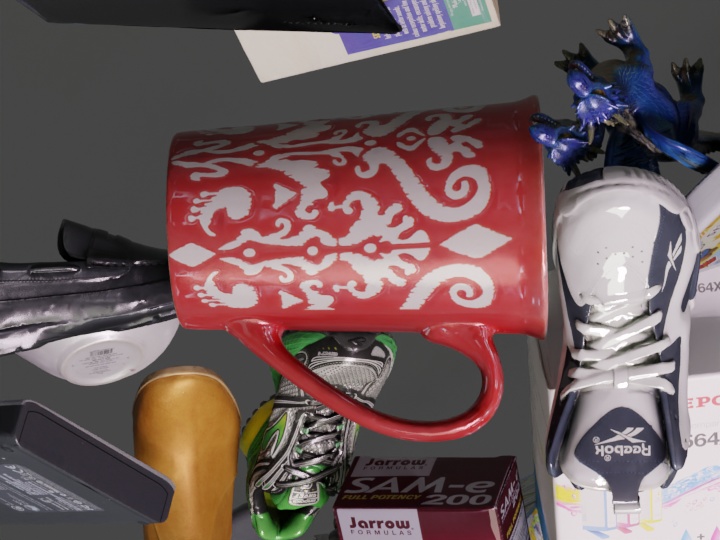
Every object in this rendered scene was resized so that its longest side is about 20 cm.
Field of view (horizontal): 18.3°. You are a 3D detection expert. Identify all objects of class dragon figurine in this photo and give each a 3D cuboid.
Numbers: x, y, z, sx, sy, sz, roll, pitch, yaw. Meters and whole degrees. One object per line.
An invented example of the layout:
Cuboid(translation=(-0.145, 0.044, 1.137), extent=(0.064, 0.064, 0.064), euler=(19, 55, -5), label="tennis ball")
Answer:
Cuboid(translation=(0.157, -0.069, 1.191), extent=(0.059, 0.099, 0.200), euler=(-30, 137, 31), label="dragon figurine")

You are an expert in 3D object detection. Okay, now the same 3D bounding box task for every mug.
Cuboid(translation=(-0.001, -0.009, 1.201), extent=(0.200, 0.178, 0.133), euler=(-1, 141, 3), label="mug")

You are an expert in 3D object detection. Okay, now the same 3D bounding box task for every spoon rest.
Cuboid(translation=(-0.206, 0.038, 1.345), extent=(0.200, 0.061, 0.099), euler=(-8, 147, -19), label="spoon rest")

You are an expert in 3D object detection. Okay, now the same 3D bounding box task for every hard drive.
Cuboid(translation=(-0.236, 0.124, 1.408), extent=(0.200, 0.033, 0.140), euler=(-6, 151, 38), label="hard drive")

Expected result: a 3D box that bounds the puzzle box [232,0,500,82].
Cuboid(translation=(-0.018, -0.175, 1.090), extent=(0.133, 0.025, 0.200), euler=(-12, 143, 10), label="puzzle box")

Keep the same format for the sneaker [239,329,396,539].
Cuboid(translation=(-0.025, 0.103, 1.418), extent=(0.078, 0.085, 0.200), euler=(5, 142, -13), label="sneaker")

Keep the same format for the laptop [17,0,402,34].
Cuboid(translation=(-0.084, -0.185, 1.037), extent=(0.187, 0.116, 0.200), euler=(3, 118, 10), label="laptop")

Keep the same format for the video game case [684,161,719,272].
Cuboid(translation=(0.255, -0.067, 1.201), extent=(0.182, 0.023, 0.200), euler=(-15, 156, -41), label="video game case")

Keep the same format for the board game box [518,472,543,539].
Cuboid(translation=(0.059, 0.201, 1.530), extent=(0.200, 0.134, 0.034), euler=(-29, 95, 30), label="board game box")

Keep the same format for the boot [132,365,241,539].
Cuboid(translation=(-0.109, 0.168, 1.446), extent=(0.071, 0.144, 0.201), euler=(-3, 144, -4), label="boot")

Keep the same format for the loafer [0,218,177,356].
Cuboid(translation=(-0.156, 0.003, 1.282), extent=(0.200, 0.070, 0.068), euler=(-12, 179, -14), label="loafer")

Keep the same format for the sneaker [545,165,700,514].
Cuboid(translation=(0.136, 0.050, 1.152), extent=(0.079, 0.130, 0.199), euler=(2, 141, 0), label="sneaker")

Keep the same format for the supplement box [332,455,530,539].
Cuboid(translation=(0.057, 0.215, 1.419), extent=(0.109, 0.061, 0.200), euler=(-2, 119, 18), label="supplement box")

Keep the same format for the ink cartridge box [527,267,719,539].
Cuboid(translation=(0.171, 0.093, 1.353), extent=(0.129, 0.125, 0.200), euler=(-6, 121, 1), label="ink cartridge box")

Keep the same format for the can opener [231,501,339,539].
Cuboid(translation=(-0.006, 0.175, 1.536), extent=(0.200, 0.053, 0.066), euler=(-19, 106, 12), label="can opener")
